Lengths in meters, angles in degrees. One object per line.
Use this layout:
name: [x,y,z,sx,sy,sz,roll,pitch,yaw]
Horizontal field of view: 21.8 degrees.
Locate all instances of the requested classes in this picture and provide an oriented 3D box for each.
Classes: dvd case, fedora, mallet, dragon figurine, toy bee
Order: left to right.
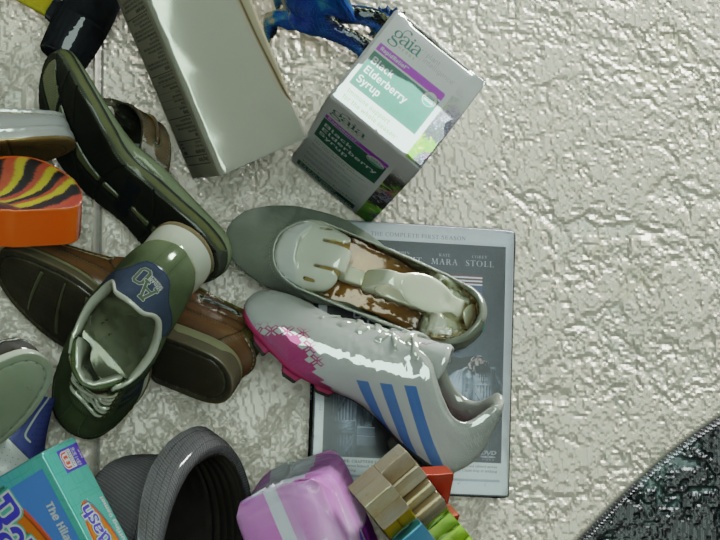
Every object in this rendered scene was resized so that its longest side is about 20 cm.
toy bee: [-0.295,-0.054,1.272,0.200,0.131,0.109,6,40,-38]
mallet: [-0.269,-0.226,1.382,0.200,0.041,0.066,35,76,2]
fedora: [-0.143,0.206,1.287,0.090,0.177,0.200,2,93,22]
dragon figurine: [-0.031,-0.212,1.361,0.099,0.200,0.059,2,57,20]
dvd case: [0.038,0.065,1.387,0.150,0.025,0.200,3,82,-8]

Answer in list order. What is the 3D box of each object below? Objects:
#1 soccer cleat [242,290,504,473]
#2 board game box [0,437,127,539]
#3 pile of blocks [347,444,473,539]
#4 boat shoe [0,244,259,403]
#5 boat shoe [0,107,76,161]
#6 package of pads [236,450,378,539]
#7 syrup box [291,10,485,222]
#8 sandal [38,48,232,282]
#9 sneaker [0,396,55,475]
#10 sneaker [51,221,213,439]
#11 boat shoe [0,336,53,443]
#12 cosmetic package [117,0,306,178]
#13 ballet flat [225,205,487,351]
soccer cleat: [0.013,0.062,1.325,0.200,0.070,0.086,37,114,-9]
board game box: [-0.232,0.220,1.202,0.200,0.045,0.152,-31,87,21]
pile of blocks: [0.049,0.172,1.288,0.062,0.200,0.082,-40,69,-5]
boat shoe: [-0.165,0.027,1.347,0.200,0.072,0.068,28,45,7]
boat shoe: [-0.303,-0.111,1.333,0.200,0.071,0.069,-1,74,0]
package of pads: [-0.015,0.229,1.294,0.076,0.121,0.200,-23,91,10]
syrup box: [0.015,-0.104,1.319,0.079,0.200,0.081,38,78,-2]
sandal: [-0.162,-0.077,1.362,0.201,0.080,0.057,49,52,-1]
sneaker: [-0.239,0.186,1.306,0.115,0.081,0.200,23,86,-8]
sneaker: [-0.174,0.056,1.265,0.067,0.200,0.090,37,36,2]
boat shoe: [-0.295,0.103,1.243,0.201,0.072,0.061,-36,45,3]
cosmetic package: [-0.118,-0.171,1.339,0.073,0.104,0.200,-25,99,-15]
ballet flat: [0.000,0.000,1.346,0.200,0.064,0.068,22,79,-4]
